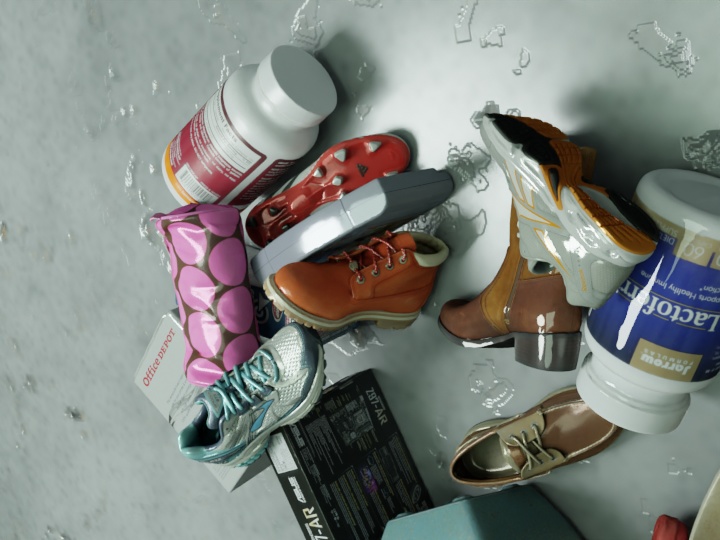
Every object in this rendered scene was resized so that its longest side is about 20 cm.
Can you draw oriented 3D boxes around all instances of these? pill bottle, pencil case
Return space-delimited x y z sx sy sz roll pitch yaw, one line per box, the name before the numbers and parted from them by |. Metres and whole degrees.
pill bottle | -0.118 -0.146 0.943 0.200 0.113 0.113 -35 84 39
pill bottle | 0.253 0.028 0.723 0.116 0.116 0.200 28 121 27
pencil case | -0.159 0.029 0.923 0.094 0.091 0.200 -7 100 2

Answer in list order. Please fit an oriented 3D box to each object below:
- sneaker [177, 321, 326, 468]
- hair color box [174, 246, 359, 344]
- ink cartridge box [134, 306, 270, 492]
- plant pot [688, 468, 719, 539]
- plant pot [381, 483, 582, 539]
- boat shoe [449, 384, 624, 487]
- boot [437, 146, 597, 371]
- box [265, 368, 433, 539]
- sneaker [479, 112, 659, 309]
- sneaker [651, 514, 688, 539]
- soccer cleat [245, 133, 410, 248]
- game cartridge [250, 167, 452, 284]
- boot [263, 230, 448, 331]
sneaker | -0.108 0.127 0.857 0.200 0.086 0.078 -53 50 26
hair color box | -0.107 0.026 1.002 0.200 0.100 0.061 16 113 32
ink cartridge box | -0.176 0.152 1.109 0.200 0.084 0.145 45 127 16
plant pot | 0.369 0.243 0.670 0.183 0.200 0.201 22 119 9
plant pot | 0.123 0.329 0.883 0.196 0.196 0.200 -29 69 40
boat shoe | 0.170 0.172 0.863 0.200 0.072 0.076 -35 84 39
boot | 0.137 -0.022 0.817 0.188 0.068 0.200 -162 73 -67
box | -0.008 0.228 0.960 0.044 0.160 0.200 -24 91 39
sneaker | 0.145 -0.050 0.710 0.200 0.076 0.092 60 139 40
sneaker | 0.326 0.320 0.812 0.115 0.078 0.200 2 113 23
soccer cleat | -0.036 -0.089 0.933 0.200 0.085 0.069 -31 105 18
game cartridge | -0.016 -0.041 0.889 0.200 0.133 0.042 -29 86 40
boot | 0.000 0.000 0.859 0.075 0.200 0.107 55 126 31
